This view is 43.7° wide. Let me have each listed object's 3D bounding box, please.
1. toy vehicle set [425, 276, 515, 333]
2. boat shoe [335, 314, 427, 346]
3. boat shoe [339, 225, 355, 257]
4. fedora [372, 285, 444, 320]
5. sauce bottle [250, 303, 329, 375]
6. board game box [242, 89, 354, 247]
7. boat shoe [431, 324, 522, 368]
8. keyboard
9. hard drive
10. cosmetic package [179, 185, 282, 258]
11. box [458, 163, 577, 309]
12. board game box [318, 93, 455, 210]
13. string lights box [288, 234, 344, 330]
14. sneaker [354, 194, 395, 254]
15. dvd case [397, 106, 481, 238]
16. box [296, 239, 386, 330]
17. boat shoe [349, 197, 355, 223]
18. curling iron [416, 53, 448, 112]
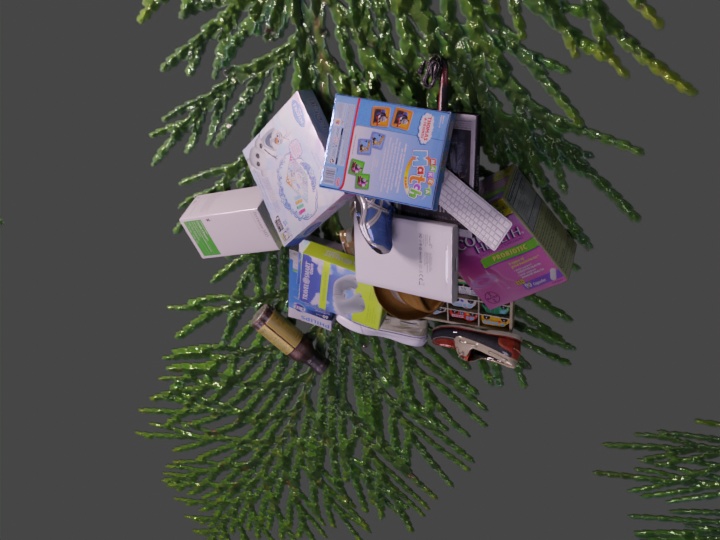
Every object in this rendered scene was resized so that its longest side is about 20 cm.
[{"bbox_3d":[0.202,0.054,1.742,0.196,0.027,0.126,9,135,18],"label":"toy vehicle set"},{"bbox_3d":[0.047,0.099,1.845,0.196,0.072,0.063,13,112,9],"label":"boat shoe"},{"bbox_3d":[0.000,0.000,1.754,0.075,0.072,0.203,-4,121,12],"label":"boat shoe"},{"bbox_3d":[0.115,0.007,1.623,0.202,0.199,0.082,58,172,-31],"label":"fedora"},{"bbox_3d":[-0.153,0.158,1.993,0.200,0.065,0.064,43,135,-16],"label":"sauce bottle"},{"bbox_3d":[-0.109,-0.177,1.582,0.198,0.043,0.203,-36,75,46],"label":"board game box"},{"bbox_3d":[0.225,0.151,1.779,0.197,0.064,0.071,5,162,31],"label":"boat shoe"},{"bbox_3d":[0.158,-0.116,1.456,0.200,0.011,0.057,42,125,18],"label":"keyboard"},{"bbox_3d":[0.077,-0.027,1.540,0.197,0.027,0.134,12,114,33],"label":"hard drive"},{"bbox_3d":[-0.243,-0.097,1.774,0.197,0.085,0.109,-6,128,32],"label":"cosmetic package"},{"bbox_3d":[0.246,-0.054,1.562,0.174,0.097,0.200,-24,118,41],"label":"box"},{"bbox_3d":[0.041,-0.189,1.428,0.197,0.036,0.154,13,95,21],"label":"board game box"},{"bbox_3d":[-0.092,0.025,1.835,0.101,0.059,0.202,17,137,11],"label":"string lights box"},{"bbox_3d":[0.033,-0.128,1.487,0.076,0.076,0.204,-6,98,19],"label":"sneaker"},{"bbox_3d":[0.128,-0.163,1.485,0.148,0.025,0.204,12,111,33],"label":"dvd case"},{"bbox_3d":[-0.040,0.024,1.721,0.197,0.048,0.123,19,130,14],"label":"box"},{"bbox_3d":[0.046,-0.077,1.658,0.074,0.069,0.201,-23,130,16],"label":"boat shoe"},{"bbox_3d":[0.122,-0.241,1.431,0.049,0.026,0.204,-1,103,24],"label":"curling iron"}]
